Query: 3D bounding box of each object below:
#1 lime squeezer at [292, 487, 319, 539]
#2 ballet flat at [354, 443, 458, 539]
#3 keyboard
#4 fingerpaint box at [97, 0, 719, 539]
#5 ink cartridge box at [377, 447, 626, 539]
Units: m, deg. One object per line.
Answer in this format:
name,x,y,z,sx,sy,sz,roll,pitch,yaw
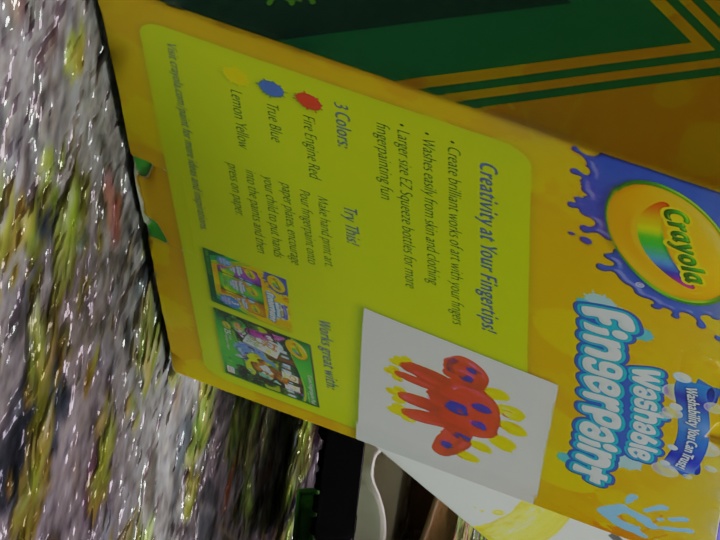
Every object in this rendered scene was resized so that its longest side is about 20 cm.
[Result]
lime squeezer,-0.035,0.137,1.031,0.071,0.038,0.200,66,14,-7
ballet flat,0.019,0.054,1.166,0.063,0.069,0.200,-13,112,-66
keyboard,0.000,0.000,1.060,0.127,0.021,0.200,96,0,-77
fingerpaint box,0.032,-0.020,0.752,0.200,0.167,0.073,84,29,-61
ink cartridge box,0.083,0.020,0.924,0.145,0.200,0.083,-34,-155,37
